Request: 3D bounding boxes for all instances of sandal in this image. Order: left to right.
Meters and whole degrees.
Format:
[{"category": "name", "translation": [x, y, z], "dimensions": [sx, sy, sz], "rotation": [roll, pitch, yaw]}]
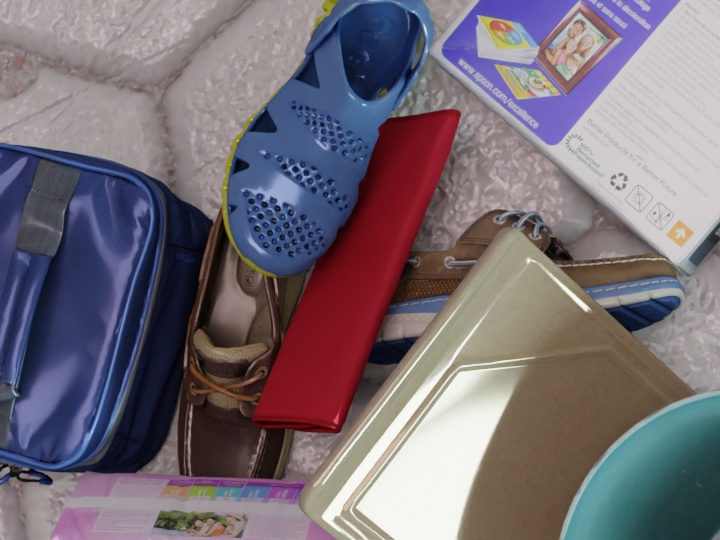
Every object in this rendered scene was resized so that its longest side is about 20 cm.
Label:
[{"category": "sandal", "translation": [-0.016, -0.090, 1.267], "dimensions": [0.079, 0.087, 0.200], "rotation": [26, 76, -14]}]

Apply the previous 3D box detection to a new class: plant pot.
[{"category": "plant pot", "translation": [0.212, 0.167, 1.162], "dimensions": [0.199, 0.135, 0.201], "rotation": [-3, 81, 17]}]

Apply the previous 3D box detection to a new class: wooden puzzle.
[{"category": "wooden puzzle", "translation": [0.084, 0.103, 1.191], "dimensions": [0.185, 0.200, 0.037], "rotation": [-52, 26, -8]}]

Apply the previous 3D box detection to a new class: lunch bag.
[{"category": "lunch bag", "translation": [-0.182, 0.030, 1.305], "dimensions": [0.136, 0.132, 0.201], "rotation": [13, 86, 19]}]

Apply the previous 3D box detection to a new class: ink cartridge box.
[{"category": "ink cartridge box", "translation": [0.175, -0.135, 1.265], "dimensions": [0.198, 0.043, 0.200], "rotation": [43, 98, 18]}]

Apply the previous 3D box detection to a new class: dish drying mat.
[{"category": "dish drying mat", "translation": [0.000, 0.000, 1.270], "dimensions": [0.077, 0.018, 0.200], "rotation": [-4, 58, 53]}]

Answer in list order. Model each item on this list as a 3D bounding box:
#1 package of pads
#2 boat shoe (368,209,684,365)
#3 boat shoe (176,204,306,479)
[{"category": "package of pads", "translation": [-0.064, 0.177, 1.254], "dimensions": [0.199, 0.076, 0.121], "rotation": [-1, 125, 18]}, {"category": "boat shoe", "translation": [0.082, 0.004, 1.255], "dimensions": [0.199, 0.072, 0.073], "rotation": [-8, 73, 21]}, {"category": "boat shoe", "translation": [-0.076, 0.053, 1.300], "dimensions": [0.072, 0.072, 0.201], "rotation": [10, 85, 18]}]
